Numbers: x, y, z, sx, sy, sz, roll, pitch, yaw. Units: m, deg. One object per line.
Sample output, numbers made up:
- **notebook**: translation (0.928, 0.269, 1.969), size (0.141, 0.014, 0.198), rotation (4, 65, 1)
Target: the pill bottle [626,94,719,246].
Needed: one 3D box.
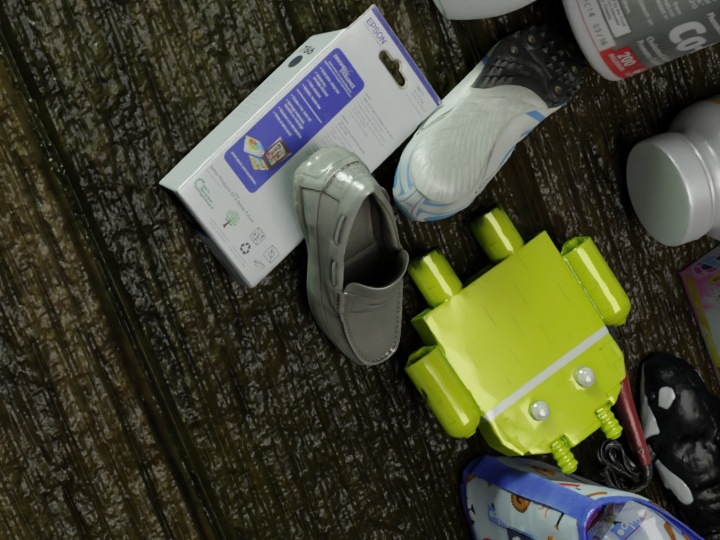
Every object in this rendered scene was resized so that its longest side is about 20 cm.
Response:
- **pill bottle**: translation (0.311, -0.089, 1.831), size (0.199, 0.112, 0.113), rotation (-20, 110, -24)

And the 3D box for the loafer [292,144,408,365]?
- **loafer**: translation (0.000, 0.000, 1.677), size (0.070, 0.070, 0.201), rotation (-38, 139, -20)

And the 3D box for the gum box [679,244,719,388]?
- **gum box**: translation (0.341, 0.082, 1.885), size (0.066, 0.113, 0.201), rotation (-31, 114, -19)

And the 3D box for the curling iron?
- **curling iron**: translation (0.193, 0.084, 1.843), size (0.049, 0.025, 0.201), rotation (-20, 103, -35)

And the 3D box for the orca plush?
- **orca plush**: translation (0.275, 0.166, 1.883), size (0.105, 0.071, 0.202), rotation (-8, 99, -32)

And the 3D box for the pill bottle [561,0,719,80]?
- **pill bottle**: translation (0.252, -0.224, 1.711), size (0.199, 0.114, 0.114), rotation (-20, 118, 23)

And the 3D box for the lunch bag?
- **lunch bag**: translation (0.182, 0.222, 1.798), size (0.200, 0.170, 0.124), rotation (44, 75, -31)

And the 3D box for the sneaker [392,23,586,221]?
- **sneaker**: translation (0.092, -0.112, 1.741), size (0.072, 0.072, 0.200), rotation (48, 62, -6)

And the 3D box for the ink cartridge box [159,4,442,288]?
- **ink cartridge box**: translation (-0.041, -0.091, 1.679), size (0.200, 0.039, 0.100), rotation (-43, 118, -13)

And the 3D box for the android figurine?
- **android figurine**: translation (0.122, 0.056, 1.765), size (0.181, 0.041, 0.201), rotation (-33, 93, -18)

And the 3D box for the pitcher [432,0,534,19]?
- **pitcher**: translation (0.116, -0.281, 1.682), size (0.199, 0.172, 0.121), rotation (-31, 142, 1)
